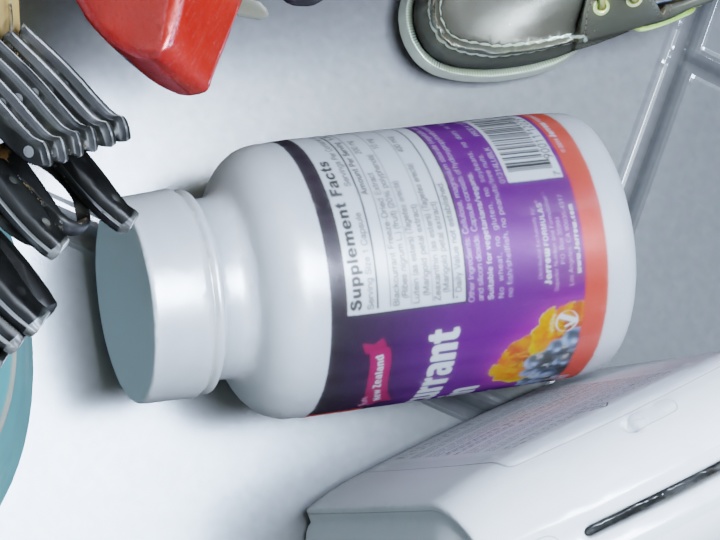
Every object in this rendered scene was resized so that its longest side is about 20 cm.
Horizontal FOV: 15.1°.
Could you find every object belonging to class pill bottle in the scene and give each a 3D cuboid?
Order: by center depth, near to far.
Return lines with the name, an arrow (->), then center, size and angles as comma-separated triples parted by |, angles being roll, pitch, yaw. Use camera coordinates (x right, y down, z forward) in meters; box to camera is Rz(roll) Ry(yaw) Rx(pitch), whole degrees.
pill bottle -> 0.000, 0.000, 1.097 | 0.200, 0.111, 0.112 | -7, 87, -20

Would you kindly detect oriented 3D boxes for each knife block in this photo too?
knife block -> -0.178, -0.057, 0.983 | 0.064, 0.200, 0.176 | -23, 116, -60

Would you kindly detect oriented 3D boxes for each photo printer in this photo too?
photo printer -> 0.082, 0.089, 1.071 | 0.166, 0.200, 0.070 | -24, 93, -21

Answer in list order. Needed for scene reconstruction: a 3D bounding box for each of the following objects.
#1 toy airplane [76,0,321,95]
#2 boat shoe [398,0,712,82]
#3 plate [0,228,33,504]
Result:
toy airplane -> -0.090, -0.177, 1.050 | 0.141, 0.199, 0.200 | -19, 105, 21
boat shoe -> 0.112, -0.136, 1.178 | 0.201, 0.060, 0.072 | -21, 92, -20
plate -> -0.181, 0.023, 1.017 | 0.200, 0.026, 0.201 | 15, 72, -54
